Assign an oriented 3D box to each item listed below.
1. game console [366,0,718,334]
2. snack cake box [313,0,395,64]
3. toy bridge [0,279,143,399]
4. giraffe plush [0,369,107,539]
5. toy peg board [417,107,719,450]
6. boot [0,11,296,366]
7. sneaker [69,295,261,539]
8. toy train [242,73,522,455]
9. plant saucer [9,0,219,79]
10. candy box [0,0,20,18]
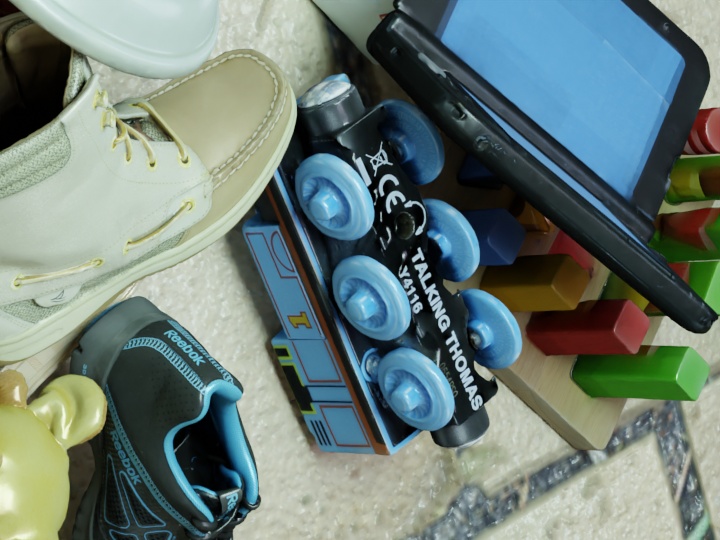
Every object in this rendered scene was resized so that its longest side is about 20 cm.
[{"bbox_3d":[0.113,-0.090,1.369,0.200,0.176,0.117,37,97,-28],"label":"game console"},{"bbox_3d":[0.036,-0.221,1.430,0.115,0.067,0.201,44,61,-32],"label":"snack cake box"},{"bbox_3d":[-0.121,-0.010,1.285,0.027,0.067,0.201,49,60,-29],"label":"toy bridge"},{"bbox_3d":[-0.169,0.135,1.196,0.172,0.200,0.163,2,58,-38],"label":"giraffe plush"},{"bbox_3d":[0.134,-0.037,1.491,0.199,0.097,0.201,42,62,-32],"label":"toy peg board"},{"bbox_3d":[-0.110,-0.062,1.191,0.200,0.072,0.155,-39,152,-20],"label":"boot"},{"bbox_3d":[-0.088,0.113,1.272,0.073,0.082,0.201,-32,133,-32],"label":"sneaker"},{"bbox_3d":[0.000,0.000,1.360,0.087,0.114,0.201,-39,114,-38],"label":"toy train"},{"bbox_3d":[-0.119,-0.175,1.161,0.200,0.050,0.201,41,26,-25],"label":"plant saucer"},{"bbox_3d":[-0.152,-0.216,1.272,0.116,0.056,0.201,23,72,-37],"label":"candy box"}]
